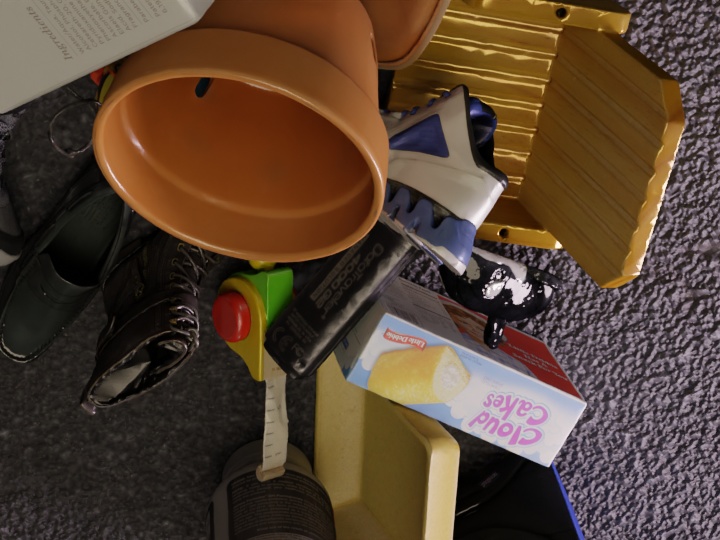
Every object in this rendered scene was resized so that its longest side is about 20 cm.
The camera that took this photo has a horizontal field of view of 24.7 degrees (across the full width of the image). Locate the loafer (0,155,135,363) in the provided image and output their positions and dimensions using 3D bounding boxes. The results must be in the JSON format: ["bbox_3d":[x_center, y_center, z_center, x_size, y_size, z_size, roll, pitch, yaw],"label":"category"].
[{"bbox_3d":[-0.236,-0.003,1.307,0.068,0.070,0.201,27,112,-19],"label":"loafer"}]

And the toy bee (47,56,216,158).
[{"bbox_3d":[-0.152,-0.136,1.242,0.131,0.109,0.200,-50,138,11],"label":"toy bee"}]

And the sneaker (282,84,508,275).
[{"bbox_3d":[0.038,-0.091,1.215,0.115,0.199,0.081,-50,148,-4],"label":"sneaker"}]

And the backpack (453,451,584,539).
[{"bbox_3d":[0.109,0.283,1.450,0.199,0.163,0.168,-23,122,5],"label":"backpack"}]

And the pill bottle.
[{"bbox_3d":[-0.074,0.230,1.377,0.110,0.200,0.111,-3,119,-5],"label":"pill bottle"}]

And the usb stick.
[{"bbox_3d":[0.000,0.000,1.278,0.200,0.055,0.033,-49,157,15],"label":"usb stick"}]

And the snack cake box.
[{"bbox_3d":[0.075,0.074,1.351,0.199,0.115,0.067,24,105,-21],"label":"snack cake box"}]

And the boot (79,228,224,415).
[{"bbox_3d":[-0.135,0.014,1.269,0.200,0.174,0.069,-40,115,15],"label":"boot"}]

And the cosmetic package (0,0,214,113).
[{"bbox_3d":[-0.191,-0.239,1.091,0.199,0.168,0.167,-18,121,36],"label":"cosmetic package"}]

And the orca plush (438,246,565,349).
[{"bbox_3d":[0.102,0.024,1.300,0.105,0.200,0.071,19,91,9],"label":"orca plush"}]

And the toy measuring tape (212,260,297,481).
[{"bbox_3d":[-0.087,0.070,1.355,0.073,0.074,0.201,0,106,-7],"label":"toy measuring tape"}]

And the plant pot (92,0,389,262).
[{"bbox_3d":[-0.069,-0.119,1.129,0.199,0.141,0.200,9,145,6],"label":"plant pot"}]

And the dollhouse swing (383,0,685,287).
[{"bbox_3d":[0.120,-0.101,1.239,0.181,0.176,0.201,8,118,-11],"label":"dollhouse swing"}]

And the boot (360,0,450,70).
[{"bbox_3d":[-0.027,-0.207,1.188,0.155,0.077,0.200,29,153,-18],"label":"boot"}]

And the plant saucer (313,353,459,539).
[{"bbox_3d":[0.025,0.174,1.375,0.048,0.200,0.201,-11,121,-24],"label":"plant saucer"}]

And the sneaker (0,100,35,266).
[{"bbox_3d":[-0.278,-0.101,1.246,0.113,0.076,0.201,-20,116,7],"label":"sneaker"}]
